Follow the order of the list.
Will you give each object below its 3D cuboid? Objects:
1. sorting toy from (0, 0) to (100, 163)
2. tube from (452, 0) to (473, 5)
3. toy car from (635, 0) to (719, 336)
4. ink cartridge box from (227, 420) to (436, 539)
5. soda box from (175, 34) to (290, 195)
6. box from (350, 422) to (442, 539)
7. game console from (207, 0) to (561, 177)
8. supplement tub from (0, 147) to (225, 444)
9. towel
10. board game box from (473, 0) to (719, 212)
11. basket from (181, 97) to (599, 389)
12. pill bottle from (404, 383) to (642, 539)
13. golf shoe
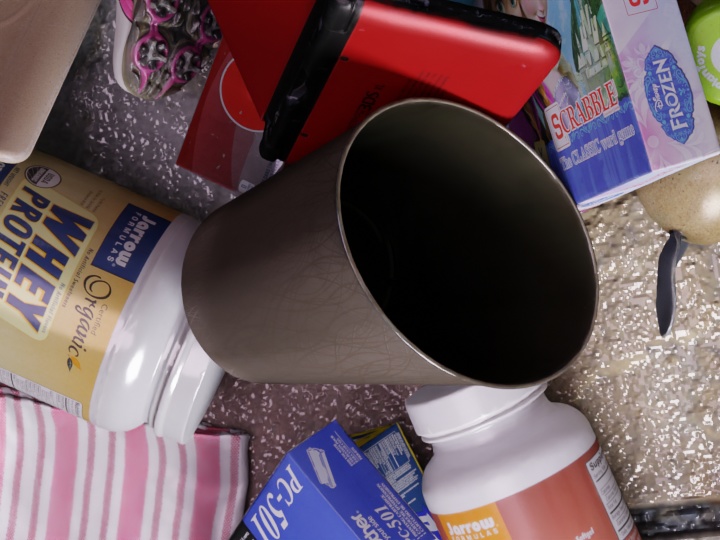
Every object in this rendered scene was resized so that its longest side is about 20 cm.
[{"bbox_3d":[-0.274,-0.135,1.023,0.199,0.186,0.037,4,141,14],"label":"sorting toy"},{"bbox_3d":[0.038,-0.145,0.938,0.077,0.050,0.201,26,132,32],"label":"tube"},{"bbox_3d":[0.214,-0.060,0.888,0.157,0.164,0.200,26,119,6],"label":"toy car"},{"bbox_3d":[-0.033,0.182,1.001,0.094,0.044,0.200,48,142,14],"label":"ink cartridge box"},{"bbox_3d":[-0.042,-0.144,0.992,0.070,0.063,0.200,26,107,9],"label":"soda box"},{"bbox_3d":[0.029,0.202,1.032,0.070,0.064,0.200,-23,94,54],"label":"box"},{"bbox_3d":[0.002,-0.141,0.869,0.172,0.200,0.119,10,70,-11],"label":"game console"},{"bbox_3d":[-0.175,0.014,1.017,0.199,0.144,0.145,23,107,2],"label":"supplement tub"},{"bbox_3d":[-0.176,0.162,1.117,0.199,0.030,0.147,10,105,14],"label":"towel"},{"bbox_3d":[0.108,-0.135,0.868,0.041,0.200,0.200,-15,86,-13],"label":"board game box"},{"bbox_3d":[0.000,0.000,0.896,0.180,0.136,0.200,32,155,-28],"label":"basket"},{"bbox_3d":[0.105,0.153,0.985,0.112,0.112,0.200,-24,94,20],"label":"pill bottle"},{"bbox_3d":[-0.119,-0.203,0.994,0.092,0.073,0.201,11,87,40],"label":"golf shoe"}]
